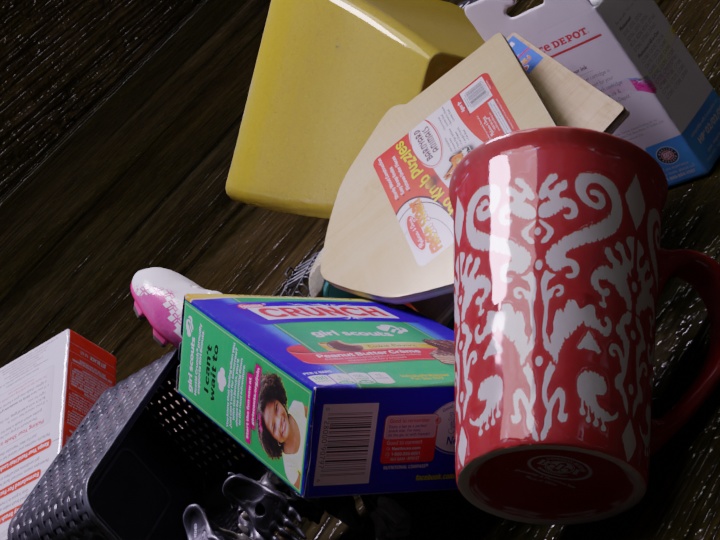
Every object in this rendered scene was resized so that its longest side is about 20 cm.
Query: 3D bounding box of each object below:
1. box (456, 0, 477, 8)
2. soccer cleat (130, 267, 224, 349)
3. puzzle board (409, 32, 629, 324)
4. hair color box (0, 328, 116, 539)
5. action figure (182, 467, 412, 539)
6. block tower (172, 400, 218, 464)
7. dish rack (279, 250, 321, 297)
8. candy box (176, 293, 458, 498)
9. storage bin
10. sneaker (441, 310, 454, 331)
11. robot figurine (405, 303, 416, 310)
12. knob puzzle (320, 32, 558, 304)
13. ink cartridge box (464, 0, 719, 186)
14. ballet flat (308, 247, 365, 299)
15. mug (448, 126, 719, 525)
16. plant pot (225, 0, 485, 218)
[{"bbox_3d":[0.079,-0.161,1.792,0.106,0.122,0.200,-20,24,47],"label":"box"},{"bbox_3d":[-0.083,0.047,1.348,0.087,0.200,0.070,-56,-21,20],"label":"soccer cleat"},{"bbox_3d":[0.085,-0.068,1.314,0.200,0.017,0.151,-47,39,2],"label":"puzzle board"},{"bbox_3d":[-0.263,0.162,1.518,0.111,0.064,0.201,-28,44,29],"label":"hair color box"},{"bbox_3d":[-0.036,0.166,1.203,0.119,0.102,0.200,-41,-12,19],"label":"action figure"},{"bbox_3d":[-0.153,0.144,1.573,0.058,0.054,0.200,-27,18,10],"label":"block tower"},{"bbox_3d":[-0.018,0.018,1.644,0.153,0.055,0.200,-29,16,24],"label":"dish rack"},{"bbox_3d":[-0.004,0.076,1.180,0.168,0.077,0.200,1,13,-30],"label":"candy box"},{"bbox_3d":[-0.152,0.168,1.353,0.094,0.135,0.200,-29,18,35],"label":"storage bin"},{"bbox_3d":[0.080,0.067,1.259,0.199,0.071,0.093,-23,16,34],"label":"sneaker"},{"bbox_3d":[0.104,-0.017,1.361,0.199,0.117,0.144,-28,-11,28],"label":"robot figurine"},{"bbox_3d":[0.056,-0.051,1.291,0.219,0.030,0.220,-24,46,27],"label":"knob puzzle"},{"bbox_3d":[0.185,-0.156,1.410,0.115,0.200,0.068,-19,25,48],"label":"ink cartridge box"},{"bbox_3d":[0.000,0.000,1.471,0.068,0.062,0.200,-55,-25,12],"label":"ballet flat"},{"bbox_3d":[0.134,0.035,1.064,0.177,0.134,0.201,0,58,9],"label":"mug"},{"bbox_3d":[0.037,-0.120,1.496,0.176,0.199,0.201,27,106,49],"label":"plant pot"}]
